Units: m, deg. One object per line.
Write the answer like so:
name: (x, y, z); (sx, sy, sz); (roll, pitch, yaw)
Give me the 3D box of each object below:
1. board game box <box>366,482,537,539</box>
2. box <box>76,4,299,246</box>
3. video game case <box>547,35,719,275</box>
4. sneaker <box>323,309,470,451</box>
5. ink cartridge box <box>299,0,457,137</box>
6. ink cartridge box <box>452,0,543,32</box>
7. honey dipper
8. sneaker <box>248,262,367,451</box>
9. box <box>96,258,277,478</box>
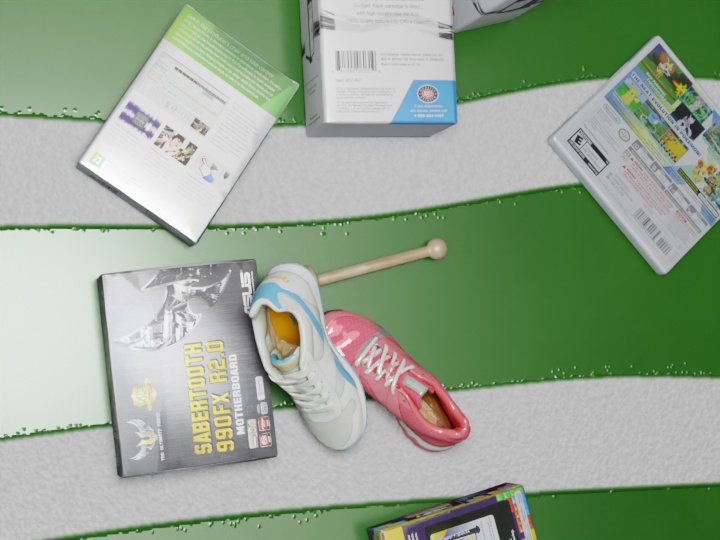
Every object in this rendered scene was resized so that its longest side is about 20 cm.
board game box: (0.112, 0.339, 1.569); (0.164, 0.057, 0.201); (-14, 90, -15)
box: (-0.173, -0.147, 1.537); (0.144, 0.036, 0.201); (35, 78, -11)
video game case: (0.332, -0.129, 1.693); (0.182, 0.022, 0.200); (-43, 97, -15)
sneaker: (0.039, 0.107, 1.550); (0.200, 0.087, 0.074); (40, 75, -10)
ink cartridge box: (0.016, -0.244, 1.575); (0.145, 0.084, 0.201); (-1, 85, -16)
ink cartridge box: (0.146, -0.344, 1.564); (0.083, 0.200, 0.146); (-16, 90, -21)
honey dipper: (0.000, 0.000, 1.578); (0.199, 0.038, 0.038); (-14, 89, -21)
sneaker: (-0.057, 0.097, 1.504); (0.076, 0.081, 0.201); (-15, 109, 26)
box: (-0.172, 0.095, 1.508); (0.157, 0.048, 0.201); (-5, 86, -18)
